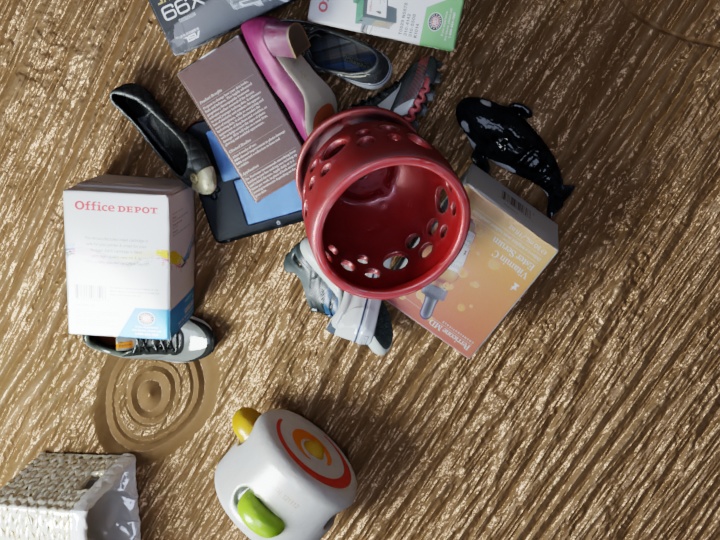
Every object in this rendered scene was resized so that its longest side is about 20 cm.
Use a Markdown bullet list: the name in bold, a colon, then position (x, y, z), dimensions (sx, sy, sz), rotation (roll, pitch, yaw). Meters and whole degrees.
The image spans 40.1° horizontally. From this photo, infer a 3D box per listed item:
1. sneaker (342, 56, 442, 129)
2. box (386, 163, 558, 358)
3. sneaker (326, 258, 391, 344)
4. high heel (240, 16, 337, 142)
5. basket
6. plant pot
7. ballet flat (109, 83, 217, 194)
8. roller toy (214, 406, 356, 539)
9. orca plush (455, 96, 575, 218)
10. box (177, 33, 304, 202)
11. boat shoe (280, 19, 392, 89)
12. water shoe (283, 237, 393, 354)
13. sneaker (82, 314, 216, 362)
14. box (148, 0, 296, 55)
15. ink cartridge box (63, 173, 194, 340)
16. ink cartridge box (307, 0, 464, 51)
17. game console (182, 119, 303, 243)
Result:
- **sneaker**: position (0.031, -0.212, 1.335), dimensions (0.097, 0.071, 0.201), rotation (33, 106, -5)
- **box**: position (0.150, -0.013, 1.340), dimensions (0.152, 0.106, 0.201), rotation (34, 112, -3)
- **sneaker**: position (0.000, 0.000, 1.345), dimensions (0.070, 0.073, 0.202), rotation (15, 63, -7)
- **high heel**: position (-0.091, -0.241, 1.299), dimensions (0.096, 0.067, 0.201), rotation (17, 134, 39)
- **basket**: position (-0.435, 0.396, 1.465), dimensions (0.159, 0.198, 0.202), rotation (2, 104, 9)
- **plant pot**: position (0.020, -0.093, 1.238), dimensions (0.198, 0.183, 0.202), rotation (-7, 123, -10)
- **ballet flat**: position (-0.272, -0.176, 1.358), dimensions (0.200, 0.057, 0.067), rotation (47, 126, 10)
- **roller toy**: position (-0.103, 0.296, 1.416), dimensions (0.182, 0.200, 0.140), rotation (29, 108, -38)
- **orca plush**: position (0.206, -0.154, 1.332), dimensions (0.105, 0.071, 0.201), rotation (-32, 99, 12)
- **box**: position (-0.147, -0.205, 1.324), dimensions (0.100, 0.075, 0.201), rotation (-28, 103, 12)
- **boat shoe**: position (-0.055, -0.292, 1.306), dimensions (0.199, 0.066, 0.070), rotation (24, 88, 15)
- **water shoe**: position (-0.030, 0.040, 1.415), dimensions (0.079, 0.071, 0.201), rotation (-31, 97, 36)
- **sneaker**: position (-0.309, 0.103, 1.441), dimensions (0.198, 0.079, 0.075), rotation (4, 102, 3)
- **box**: position (-0.192, -0.402, 1.322), dimensions (0.198, 0.050, 0.159), rotation (-22, 101, 10)
- **ink cartridge box**: position (-0.316, -0.023, 1.376), dimensions (0.146, 0.145, 0.202), rotation (4, 104, 4)
- **ink cartridge box**: position (0.040, -0.378, 1.288), dimensions (0.198, 0.084, 0.147), rotation (11, 104, 2)
- **game console**: position (-0.138, -0.144, 1.390), dimensions (0.198, 0.031, 0.178), rotation (-15, 101, 9)
